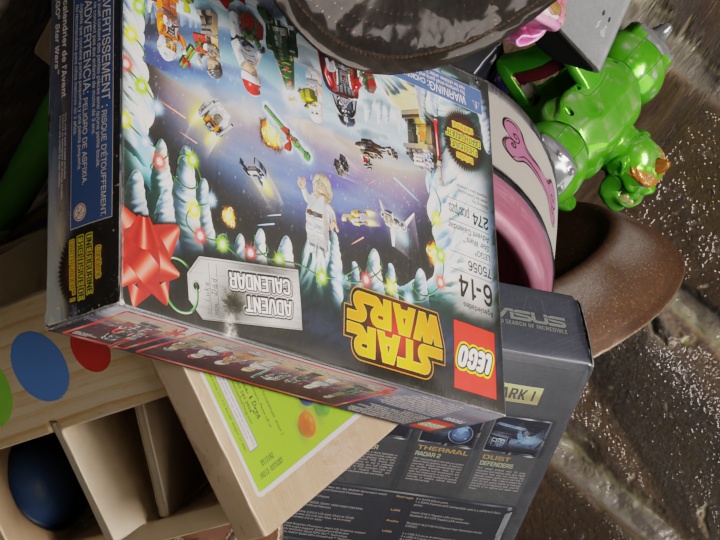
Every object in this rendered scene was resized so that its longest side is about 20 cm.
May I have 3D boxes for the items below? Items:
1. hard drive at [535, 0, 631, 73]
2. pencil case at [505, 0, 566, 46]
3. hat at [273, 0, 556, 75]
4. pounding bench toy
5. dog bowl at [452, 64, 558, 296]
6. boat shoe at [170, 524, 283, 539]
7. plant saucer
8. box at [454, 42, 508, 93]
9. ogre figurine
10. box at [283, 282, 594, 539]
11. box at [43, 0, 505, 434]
[{"bbox_3d":[0.115,-0.211,1.043,0.139,0.033,0.201,34,78,-57],"label":"hard drive"},{"bbox_3d":[0.069,-0.193,0.869,0.083,0.086,0.202,-172,-78,-89],"label":"pencil case"},{"bbox_3d":[0.014,-0.168,0.783,0.199,0.081,0.203,-14,113,-36],"label":"hat"},{"bbox_3d":[-0.099,-0.001,0.854,0.155,0.201,0.124,-17,-168,38],"label":"pounding bench toy"},{"bbox_3d":[0.000,0.000,1.040,0.201,0.199,0.074,-58,-154,33],"label":"dog bowl"},{"bbox_3d":[-0.071,0.147,0.883,0.200,0.071,0.076,-42,141,-58],"label":"boat shoe"},{"bbox_3d":[0.074,0.009,1.208,0.199,0.037,0.201,-18,-162,6],"label":"plant saucer"},{"bbox_3d":[-0.010,-0.050,1.192,0.200,0.079,0.141,-52,168,-2],"label":"box"},{"bbox_3d":[0.093,-0.062,1.151,0.199,0.099,0.120,-23,170,-40],"label":"ogre figurine"},{"bbox_3d":[-0.013,0.068,1.014,0.051,0.198,0.159,-97,-159,-49],"label":"box"},{"bbox_3d":[-0.025,-0.028,0.795,0.040,0.138,0.199,-16,157,38],"label":"box"}]
